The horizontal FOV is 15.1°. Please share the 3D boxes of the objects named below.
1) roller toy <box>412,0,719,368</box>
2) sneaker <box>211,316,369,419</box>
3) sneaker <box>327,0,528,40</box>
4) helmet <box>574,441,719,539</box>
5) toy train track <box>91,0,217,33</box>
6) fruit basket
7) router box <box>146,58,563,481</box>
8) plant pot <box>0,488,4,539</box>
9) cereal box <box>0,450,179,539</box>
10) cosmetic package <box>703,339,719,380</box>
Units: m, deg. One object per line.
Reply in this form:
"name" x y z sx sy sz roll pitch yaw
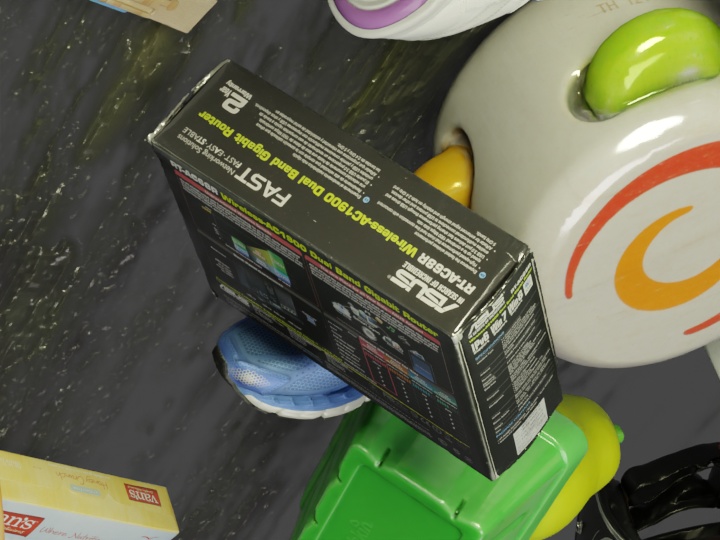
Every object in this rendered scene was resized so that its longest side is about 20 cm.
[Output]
"roller toy" 0.134 -0.054 1.379 0.182 0.140 0.200 18 121 -41
"sneaker" 0.012 0.016 1.490 0.200 0.079 0.089 -18 141 -18
"sneaker" 0.078 -0.173 1.260 0.200 0.075 0.100 -31 164 17
"helmet" 0.232 0.212 1.791 0.200 0.200 0.191 -14 130 -8
"toy train track" -0.141 -0.148 1.204 0.115 0.033 0.200 -45 146 22
"fruit basket" 0.061 0.119 1.630 0.216 0.155 0.216 -55 174 -9
"router box" 0.000 0.000 1.340 0.062 0.200 0.150 -49 153 -17
"plant pot" -0.292 0.124 1.357 0.183 0.200 0.200 -5 144 -22
"cereal box" -0.225 0.184 1.629 0.144 0.040 0.200 18 131 -43
"cosmetic package" 0.301 0.025 1.558 0.165 0.165 0.200 -35 144 20
